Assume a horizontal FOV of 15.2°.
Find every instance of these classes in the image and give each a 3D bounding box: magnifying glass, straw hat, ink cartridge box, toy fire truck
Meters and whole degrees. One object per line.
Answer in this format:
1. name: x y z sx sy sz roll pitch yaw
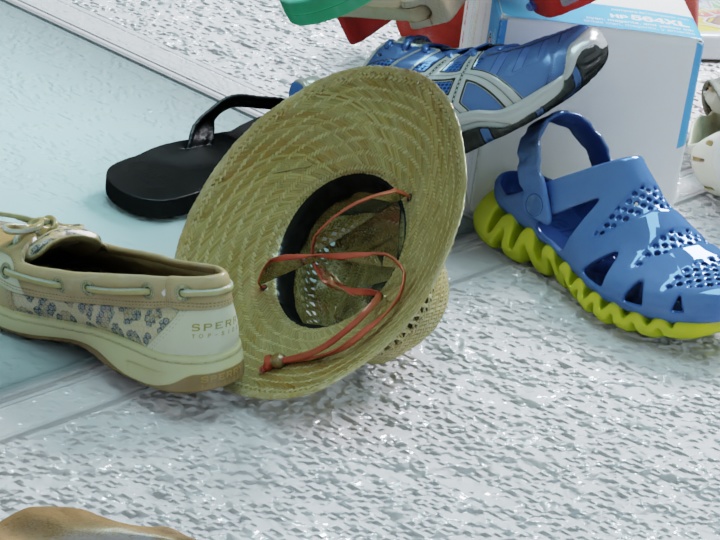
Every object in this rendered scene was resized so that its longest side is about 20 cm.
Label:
1. magnifying glass: 0.029 -0.205 1.578 0.200 0.022 0.079 -41 27 -29
2. straw hat: 0.000 0.000 1.392 0.085 0.201 0.201 39 1 -40
3. ink cartridge box: 0.129 -0.127 1.677 0.125 0.129 0.200 6 25 -5
4. toy fire truck: 0.064 -0.175 1.568 0.141 0.049 0.200 -30 23 -10

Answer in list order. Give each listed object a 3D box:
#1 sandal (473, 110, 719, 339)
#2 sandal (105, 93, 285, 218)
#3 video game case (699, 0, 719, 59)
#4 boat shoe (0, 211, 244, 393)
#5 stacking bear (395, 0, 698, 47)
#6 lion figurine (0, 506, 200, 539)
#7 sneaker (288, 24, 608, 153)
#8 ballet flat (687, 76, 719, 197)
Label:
1. sandal: 0.143 -0.026 1.513 0.079 0.087 0.200 -12 33 -43
2. sandal: -0.069 -0.076 1.600 0.075 0.045 0.200 25 28 32
3. video game case: 0.177 -0.198 1.986 0.199 0.023 0.182 0 26 -20
4. boat shoe: -0.134 0.003 1.370 0.200 0.063 0.073 19 27 35
5. stacking bear: 0.121 -0.173 1.815 0.199 0.114 0.122 3 24 -2
6. lion figurine: -0.159 0.126 1.106 0.200 0.073 0.122 6 9 -43
7. sneaker: 0.046 -0.103 1.544 0.199 0.077 0.076 -21 2 18
8. ballet flat: 0.239 -0.074 1.701 0.063 0.068 0.200 -16 19 14
